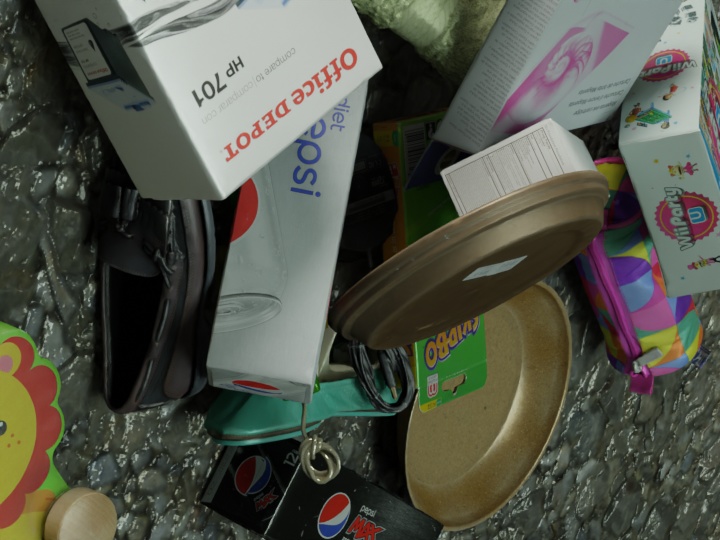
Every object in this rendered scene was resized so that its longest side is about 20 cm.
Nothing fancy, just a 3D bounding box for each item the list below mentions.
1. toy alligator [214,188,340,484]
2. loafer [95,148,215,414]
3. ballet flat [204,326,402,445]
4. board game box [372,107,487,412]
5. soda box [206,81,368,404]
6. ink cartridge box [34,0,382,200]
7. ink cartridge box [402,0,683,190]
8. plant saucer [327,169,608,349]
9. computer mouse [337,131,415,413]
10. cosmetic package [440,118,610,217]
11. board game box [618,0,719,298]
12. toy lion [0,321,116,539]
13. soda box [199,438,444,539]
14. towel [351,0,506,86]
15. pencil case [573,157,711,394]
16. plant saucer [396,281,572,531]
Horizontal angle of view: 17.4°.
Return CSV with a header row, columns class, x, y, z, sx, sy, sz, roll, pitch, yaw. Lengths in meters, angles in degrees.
class,x,y,z,sx,sy,sz,roll,pitch,yaw
toy alligator,-0.049,0.039,1.514,0.054,0.059,0.201,4,69,-82
loafer,-0.130,0.001,1.424,0.063,0.072,0.200,-28,131,-36
ballet flat,-0.036,0.070,1.583,0.200,0.067,0.071,-8,104,-55
board game box,0.050,-0.008,1.629,0.095,0.030,0.201,-17,103,-55
soda box,-0.045,-0.024,1.454,0.063,0.068,0.201,100,1,-77
ink cartridge box,-0.096,-0.160,1.324,0.146,0.086,0.200,-42,116,-31
ink cartridge box,0.135,-0.136,1.597,0.196,0.043,0.200,-18,141,-55
plant saucer,0.073,-0.002,1.496,0.200,0.030,0.200,-26,167,-6
computer mouse,0.000,0.000,1.577,0.059,0.034,0.201,-17,103,-39
cosmetic package,0.114,-0.059,1.588,0.200,0.082,0.051,6,60,-79
board game box,0.243,-0.101,1.753,0.200,0.064,0.148,-78,152,-49
toy lion,-0.242,0.133,1.361,0.200,0.069,0.192,-50,133,-22
soda box,-0.023,0.170,1.645,0.200,0.063,0.071,36,78,-53
towel,0.069,-0.237,1.543,0.148,0.036,0.200,32,83,-32
pencil case,0.212,0.003,1.842,0.088,0.088,0.200,-49,137,-24
plant saucer,0.086,0.096,1.768,0.200,0.035,0.201,-28,128,-41
